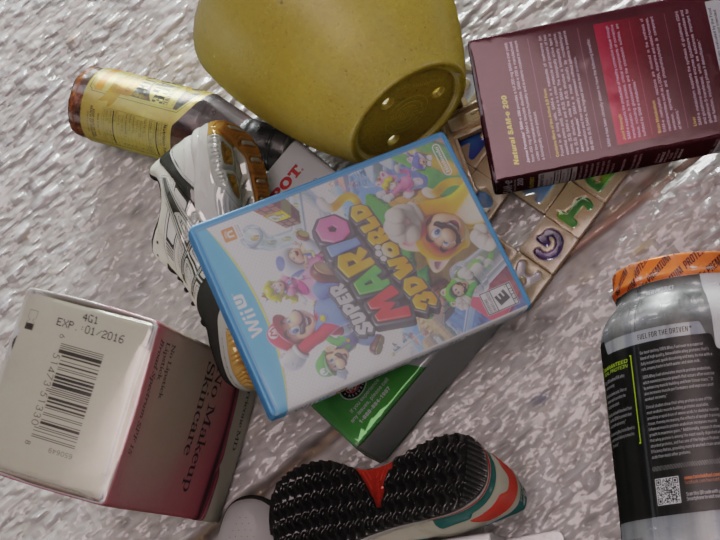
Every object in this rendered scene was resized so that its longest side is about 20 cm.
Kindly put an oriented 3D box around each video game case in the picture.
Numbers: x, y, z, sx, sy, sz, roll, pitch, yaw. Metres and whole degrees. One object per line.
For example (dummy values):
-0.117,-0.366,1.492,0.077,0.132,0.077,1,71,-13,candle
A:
0.000,0.000,0.940,0.199,0.018,0.144,-22,75,-16,video game case

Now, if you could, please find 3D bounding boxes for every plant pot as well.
-0.003,-0.162,1.005,0.200,0.200,0.142,-38,64,4,plant pot

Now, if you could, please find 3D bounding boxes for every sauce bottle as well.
-0.142,-0.118,1.117,0.198,0.066,0.067,15,81,18,sauce bottle

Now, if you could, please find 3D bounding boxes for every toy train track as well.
0.098,-0.127,1.053,0.199,0.033,0.116,-22,71,9,toy train track

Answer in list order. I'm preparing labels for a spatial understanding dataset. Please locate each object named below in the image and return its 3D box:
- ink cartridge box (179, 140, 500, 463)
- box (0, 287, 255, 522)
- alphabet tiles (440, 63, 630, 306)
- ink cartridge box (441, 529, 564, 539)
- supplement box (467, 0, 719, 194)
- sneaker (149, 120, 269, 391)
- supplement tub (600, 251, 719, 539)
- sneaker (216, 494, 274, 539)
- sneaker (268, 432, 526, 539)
-0.016,0.021,1.030,0.200,0.083,0.147,40,89,23,ink cartridge box
-0.168,0.104,0.992,0.108,0.200,0.129,13,81,19,box
0.100,-0.092,1.064,0.199,0.008,0.168,36,89,21,alphabet tiles
0.050,0.251,0.958,0.198,0.068,0.116,-13,73,13,ink cartridge box
0.185,-0.129,0.998,0.198,0.061,0.110,-10,81,5,supplement box
-0.105,-0.004,0.991,0.087,0.075,0.202,-21,67,29,sneaker
0.226,0.096,0.915,0.121,0.123,0.202,-8,75,15,supplement tub
-0.089,0.259,0.978,0.067,0.108,0.203,-4,75,16,sneaker
0.027,0.173,0.980,0.199,0.093,0.071,-20,55,32,sneaker
